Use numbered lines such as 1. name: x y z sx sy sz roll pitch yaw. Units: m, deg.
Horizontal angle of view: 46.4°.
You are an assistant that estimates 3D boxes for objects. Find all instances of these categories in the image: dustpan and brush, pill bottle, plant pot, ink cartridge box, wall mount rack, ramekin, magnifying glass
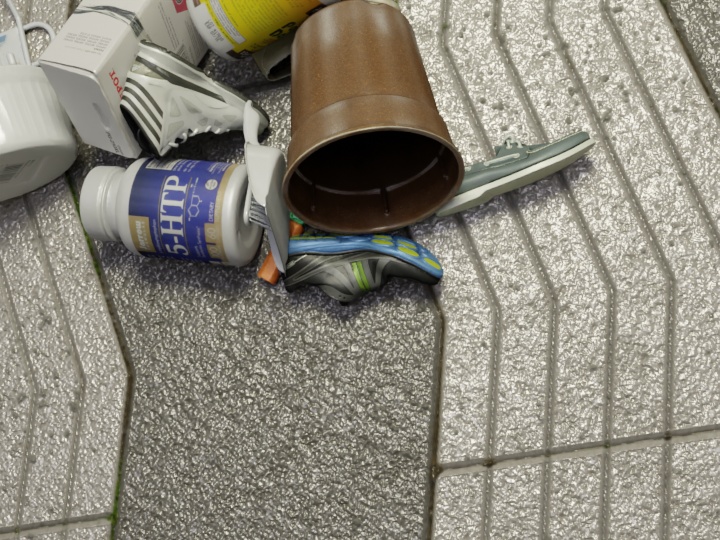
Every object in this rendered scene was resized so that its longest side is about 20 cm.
1. dustpan and brush: -0.112 -0.112 0.941 0.056 0.140 0.202 0 60 5
2. pill bottle: -0.093 -0.329 0.952 0.198 0.109 0.111 -22 77 26
3. plant pot: 0.004 -0.177 0.943 0.198 0.201 0.200 -12 62 8
4. ink cartridge box: -0.273 -0.259 0.999 0.083 0.145 0.202 16 61 16
5. pill bottle: -0.225 -0.073 1.008 0.197 0.120 0.121 5 82 12
6. wall mount rack: -0.518 -0.317 1.123 0.198 0.075 0.176 -19 78 6
7. ramekin: -0.447 -0.158 1.027 0.199 0.200 0.099 -25 85 6
8. magnifying glass: -0.069 -0.077 1.031 0.079 0.022 0.202 27 88 13

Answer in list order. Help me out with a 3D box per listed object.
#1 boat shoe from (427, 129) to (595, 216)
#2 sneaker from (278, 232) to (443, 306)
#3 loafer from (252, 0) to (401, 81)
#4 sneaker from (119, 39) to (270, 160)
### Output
1. boat shoe: 0.169 -0.126 0.968 0.198 0.073 0.062 -22 82 12
2. sneaker: 0.000 0.000 0.990 0.197 0.071 0.084 2 105 8
3. loafer: -0.042 -0.281 1.034 0.198 0.076 0.069 -12 80 18
4. sneaker: -0.202 -0.178 0.995 0.075 0.200 0.116 31 95 42
